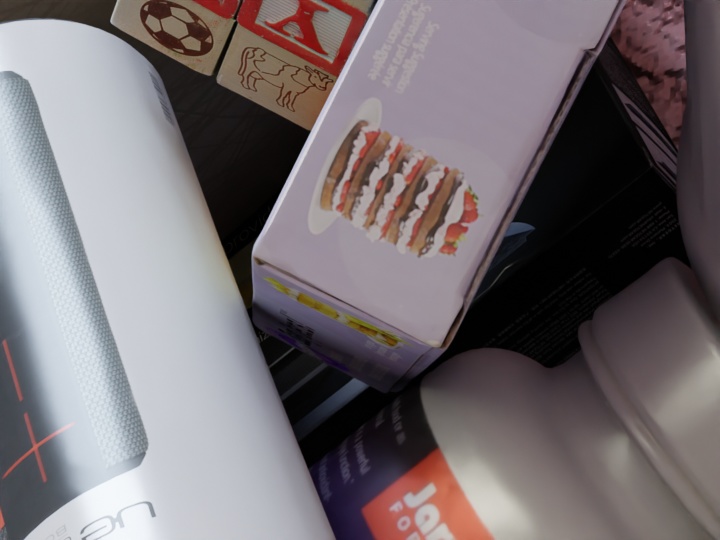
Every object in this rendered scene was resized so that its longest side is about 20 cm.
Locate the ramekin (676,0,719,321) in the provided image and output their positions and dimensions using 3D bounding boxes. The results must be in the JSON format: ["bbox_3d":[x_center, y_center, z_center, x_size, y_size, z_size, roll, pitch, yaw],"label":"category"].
[{"bbox_3d":[0.166,-0.057,0.645,0.200,0.098,0.201,-8,46,9],"label":"ramekin"}]

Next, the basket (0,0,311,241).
[{"bbox_3d":[-0.039,-0.100,0.820,0.200,0.180,0.136,-35,46,-2],"label":"basket"}]

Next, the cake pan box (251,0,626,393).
[{"bbox_3d":[0.038,-0.070,0.674,0.201,0.052,0.184,-63,2,-4],"label":"cake pan box"}]

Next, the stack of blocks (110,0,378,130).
[{"bbox_3d":[0.016,-0.148,0.705,0.200,0.058,0.115,-63,1,-30],"label":"stack of blocks"}]

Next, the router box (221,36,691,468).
[{"bbox_3d":[0.000,0.000,0.857,0.200,0.052,0.157,-38,36,13],"label":"router box"}]

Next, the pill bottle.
[{"bbox_3d":[0.024,0.090,0.698,0.200,0.111,0.112,-39,37,11],"label":"pill bottle"}]

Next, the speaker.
[{"bbox_3d":[-0.060,0.031,0.669,0.081,0.081,0.200,-36,44,14],"label":"speaker"}]
